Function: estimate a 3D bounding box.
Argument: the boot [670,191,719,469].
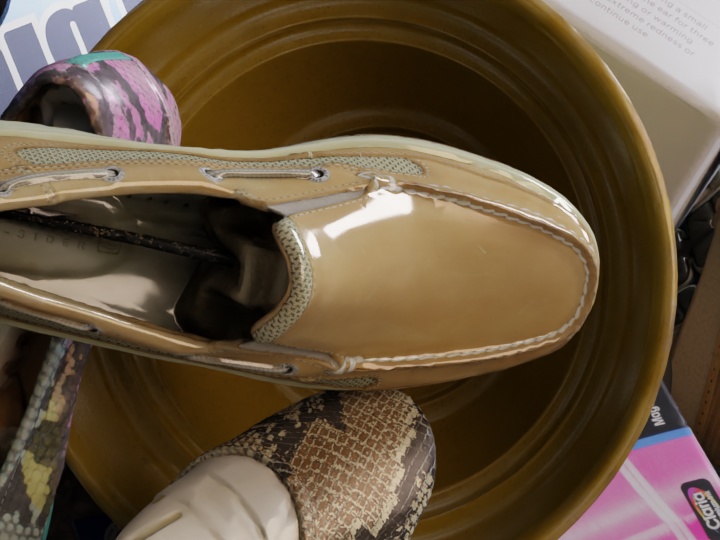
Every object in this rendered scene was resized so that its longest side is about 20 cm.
[{"bbox_3d":[0.204,0.011,0.993,0.166,0.200,0.072,23,33,12],"label":"boot"}]

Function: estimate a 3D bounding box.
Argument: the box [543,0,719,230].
[{"bbox_3d":[0.100,-0.093,0.998,0.106,0.152,0.200,33,51,6],"label":"box"}]

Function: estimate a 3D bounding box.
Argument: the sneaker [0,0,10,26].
[{"bbox_3d":[-0.171,-0.042,0.741,0.079,0.200,0.089,45,13,-29],"label":"sneaker"}]

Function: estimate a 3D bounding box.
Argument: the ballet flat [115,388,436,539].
[{"bbox_3d":[-0.063,0.105,0.792,0.068,0.200,0.075,55,19,25],"label":"ballet flat"}]

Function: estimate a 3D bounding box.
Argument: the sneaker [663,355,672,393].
[{"bbox_3d":[0.101,0.122,0.999,0.088,0.074,0.201,13,75,-5],"label":"sneaker"}]

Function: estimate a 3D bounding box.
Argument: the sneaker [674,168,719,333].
[{"bbox_3d":[0.177,0.038,1.110,0.200,0.078,0.089,63,12,4],"label":"sneaker"}]

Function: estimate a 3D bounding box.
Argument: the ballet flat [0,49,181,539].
[{"bbox_3d":[-0.112,0.028,0.801,0.071,0.069,0.200,8,106,-65],"label":"ballet flat"}]

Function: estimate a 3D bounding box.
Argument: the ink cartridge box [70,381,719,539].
[{"bbox_3d":[0.017,0.084,0.893,0.199,0.037,0.095,-15,52,-17],"label":"ink cartridge box"}]

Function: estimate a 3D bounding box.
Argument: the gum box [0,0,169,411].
[{"bbox_3d":[-0.087,-0.071,0.912,0.170,0.044,0.201,-27,99,-44],"label":"gum box"}]

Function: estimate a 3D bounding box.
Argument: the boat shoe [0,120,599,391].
[{"bbox_3d":[-0.023,0.001,0.747,0.199,0.076,0.072,2,99,-17],"label":"boat shoe"}]

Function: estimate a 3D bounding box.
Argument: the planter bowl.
[{"bbox_3d":[0.000,0.000,0.858,0.083,0.200,0.201,-14,89,-79],"label":"planter bowl"}]
